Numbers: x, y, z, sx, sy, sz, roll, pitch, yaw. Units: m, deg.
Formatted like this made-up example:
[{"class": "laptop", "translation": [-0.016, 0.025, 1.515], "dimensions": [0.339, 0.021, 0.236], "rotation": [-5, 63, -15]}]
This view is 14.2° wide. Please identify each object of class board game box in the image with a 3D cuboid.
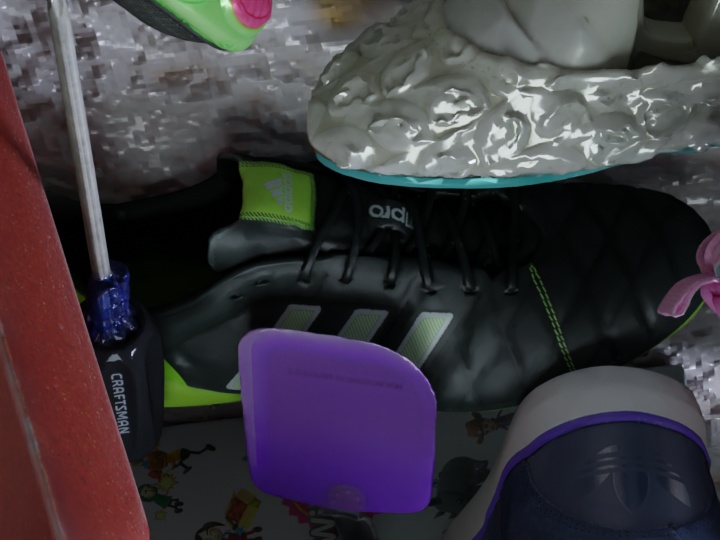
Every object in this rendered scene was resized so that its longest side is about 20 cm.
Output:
[{"class": "board game box", "translation": [0.019, 0.106, 0.965], "dimensions": [0.200, 0.064, 0.148], "rotation": [-8, 142, 6]}]

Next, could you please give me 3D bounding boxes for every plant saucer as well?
[{"class": "plant saucer", "translation": [-0.116, 0.046, 0.781], "dimensions": [0.037, 0.200, 0.200], "rotation": [-4, 147, -28]}]

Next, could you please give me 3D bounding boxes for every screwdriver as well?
[{"class": "screwdriver", "translation": [-0.065, -0.008, 0.752], "dimensions": [0.029, 0.028, 0.200], "rotation": [19, 147, 9]}]

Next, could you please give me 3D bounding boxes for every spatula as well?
[{"class": "spatula", "translation": [-0.001, 0.083, 0.866], "dimensions": [0.056, 0.021, 0.200], "rotation": [7, 146, 10]}]

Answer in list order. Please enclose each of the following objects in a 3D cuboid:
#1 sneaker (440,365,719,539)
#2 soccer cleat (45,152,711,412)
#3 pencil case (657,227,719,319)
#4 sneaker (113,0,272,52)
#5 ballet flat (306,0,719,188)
[{"class": "sneaker", "translation": [0.064, 0.136, 0.830], "dimensions": [0.080, 0.147, 0.200], "rotation": [3, 146, -5]}, {"class": "soccer cleat", "translation": [0.000, 0.000, 0.821], "dimensions": [0.200, 0.068, 0.081], "rotation": [-6, 143, 11]}, {"class": "pencil case", "translation": [0.167, -0.036, 0.691], "dimensions": [0.200, 0.087, 0.087], "rotation": [-45, 133, 2]}, {"class": "sneaker", "translation": [-0.100, -0.112, 0.676], "dimensions": [0.200, 0.077, 0.084], "rotation": [30, 151, -31]}, {"class": "ballet flat", "translation": [0.084, -0.066, 0.745], "dimensions": [0.200, 0.072, 0.072], "rotation": [-4, 144, -7]}]
